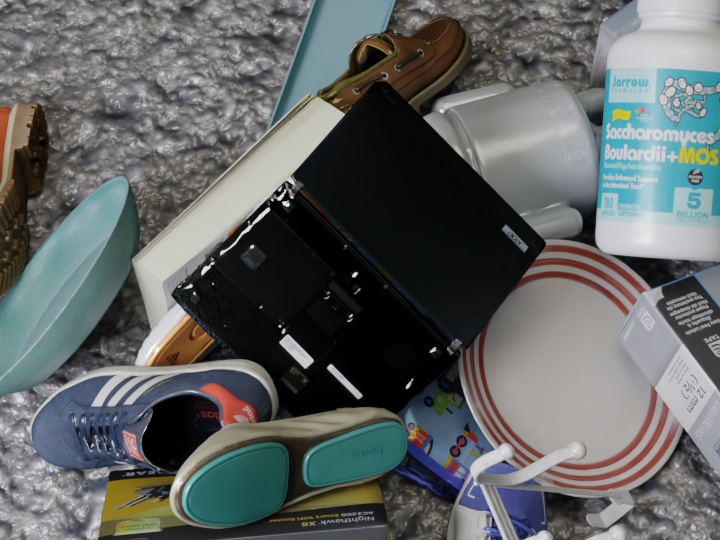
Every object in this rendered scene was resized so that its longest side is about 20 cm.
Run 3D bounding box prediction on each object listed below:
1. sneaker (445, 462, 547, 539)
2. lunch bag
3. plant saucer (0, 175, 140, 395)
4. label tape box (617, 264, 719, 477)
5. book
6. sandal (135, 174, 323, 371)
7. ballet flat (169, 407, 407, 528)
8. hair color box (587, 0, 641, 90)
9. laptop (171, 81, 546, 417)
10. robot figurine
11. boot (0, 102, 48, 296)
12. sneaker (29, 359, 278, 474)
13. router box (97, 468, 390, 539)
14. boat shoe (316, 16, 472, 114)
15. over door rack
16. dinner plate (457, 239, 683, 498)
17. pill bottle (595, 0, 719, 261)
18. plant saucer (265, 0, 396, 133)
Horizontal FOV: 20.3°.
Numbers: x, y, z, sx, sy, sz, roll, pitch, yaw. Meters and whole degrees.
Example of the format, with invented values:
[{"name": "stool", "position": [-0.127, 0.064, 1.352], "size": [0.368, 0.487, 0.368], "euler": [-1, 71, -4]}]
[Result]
[{"name": "sneaker", "position": [0.099, 0.223, 1.391], "size": [0.080, 0.115, 0.200], "euler": [23, 60, -8]}, {"name": "lunch bag", "position": [0.046, 0.073, 1.521], "size": [0.199, 0.094, 0.151], "euler": [33, 64, 1]}, {"name": "plant saucer", "position": [-0.223, 0.020, 1.503], "size": [0.036, 0.200, 0.201], "euler": [37, 60, -18]}, {"name": "label tape box", "position": [0.308, 0.087, 1.493], "size": [0.143, 0.066, 0.200], "euler": [-17, 57, -30]}, {"name": "book", "position": [-0.083, -0.024, 1.538], "size": [0.048, 0.134, 0.200], "euler": [35, 64, 25]}, {"name": "sandal", "position": [-0.079, 0.019, 1.486], "size": [0.059, 0.079, 0.207], "euler": [39, 87, 25]}, {"name": "ballet flat", "position": [-0.058, 0.128, 1.366], "size": [0.199, 0.070, 0.070], "euler": [-7, 54, -39]}, {"name": "hair color box", "position": [0.276, -0.122, 1.617], "size": [0.061, 0.099, 0.200], "euler": [-35, 66, -21]}, {"name": "laptop", "position": [0.000, 0.000, 1.452], "size": [0.177, 0.200, 0.103], "euler": [44, 21, -6]}, {"name": "robot figurine", "position": [0.113, -0.082, 1.585], "size": [0.199, 0.113, 0.170], "euler": [-17, 48, -10]}, {"name": "boot", "position": [-0.314, -0.052, 1.587], "size": [0.107, 0.075, 0.201], "euler": [0, 45, 3]}, {"name": "sneaker", "position": [-0.160, 0.113, 1.434], "size": [0.199, 0.075, 0.085], "euler": [-14, 19, 23]}, {"name": "router box", "position": [-0.082, 0.182, 1.409], "size": [0.199, 0.157, 0.053], "euler": [-5, 104, -3]}, {"name": "boat shoe", "position": [0.029, -0.164, 1.623], "size": [0.068, 0.072, 0.200], "euler": [54, 39, -16]}, {"name": "over door rack", "position": [0.167, 0.198, 1.372], "size": [0.066, 0.200, 0.148], "euler": [-35, 58, 22]}, {"name": "dinner plate", "position": [0.158, 0.074, 1.512], "size": [0.199, 0.024, 0.201], "euler": [9, 69, -23]}, {"name": "pill bottle", "position": [0.237, -0.110, 1.513], "size": [0.110, 0.111, 0.201], "euler": [3, 92, 2]}, {"name": "plant saucer", "position": [-0.025, -0.166, 1.690], "size": [0.070, 0.019, 0.201], "euler": [13, 59, 8]}]
